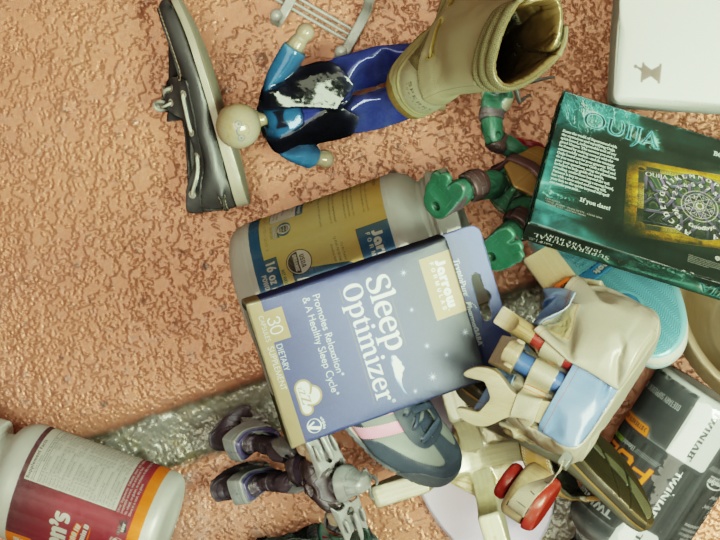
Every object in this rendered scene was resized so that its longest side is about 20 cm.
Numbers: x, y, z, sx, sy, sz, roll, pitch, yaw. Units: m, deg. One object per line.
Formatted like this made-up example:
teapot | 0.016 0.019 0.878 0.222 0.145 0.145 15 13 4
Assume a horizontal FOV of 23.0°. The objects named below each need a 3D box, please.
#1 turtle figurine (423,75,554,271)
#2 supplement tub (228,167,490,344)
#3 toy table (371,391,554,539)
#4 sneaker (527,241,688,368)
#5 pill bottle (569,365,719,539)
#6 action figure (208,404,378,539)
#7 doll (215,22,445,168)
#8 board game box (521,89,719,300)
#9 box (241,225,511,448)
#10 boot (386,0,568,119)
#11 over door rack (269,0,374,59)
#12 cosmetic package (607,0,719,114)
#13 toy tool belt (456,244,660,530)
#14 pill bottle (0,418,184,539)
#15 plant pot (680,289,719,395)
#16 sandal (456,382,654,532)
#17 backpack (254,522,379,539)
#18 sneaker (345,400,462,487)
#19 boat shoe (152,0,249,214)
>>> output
turtle figurine | 0.145 -0.082 1.479 0.150 0.200 0.101 30 134 21
supplement tub | 0.000 0.000 1.536 0.200 0.145 0.145 -19 92 8
toy table | 0.105 0.167 1.552 0.184 0.117 0.200 -29 90 7
sneaker | 0.218 0.035 1.509 0.079 0.131 0.200 -28 49 -7
pill bottle | 0.253 0.192 1.542 0.106 0.106 0.200 32 96 3
action figure | -0.054 0.169 1.541 0.200 0.069 0.130 5 113 48
doll | -0.031 -0.153 1.548 0.200 0.048 0.137 -17 119 -6
board game box | 0.239 -0.056 1.408 0.200 0.028 0.135 18 60 0
box | 0.019 0.049 1.388 0.200 0.032 0.121 -19 100 -10
boot | 0.122 -0.215 1.476 0.073 0.155 0.200 48 64 -20
over door rack | -0.029 -0.304 1.557 0.148 0.067 0.200 31 97 2
cosmetic package | 0.293 -0.213 1.461 0.165 0.200 0.165 4 95 6
toy tool belt | 0.136 0.087 1.369 0.123 0.125 0.200 32 80 15
pill bottle | -0.268 0.203 1.598 0.200 0.110 0.110 18 96 5
plant pot | 0.353 0.037 1.510 0.200 0.093 0.201 2 70 -5
sandal | 0.154 0.151 1.451 0.200 0.082 0.055 34 112 2
backpack | -0.034 0.315 1.535 0.153 0.200 0.176 -15 92 7
sneaker | 0.021 0.096 1.440 0.200 0.070 0.082 42 132 -11
boat shoe | -0.155 -0.146 1.580 0.063 0.073 0.200 -17 97 4
